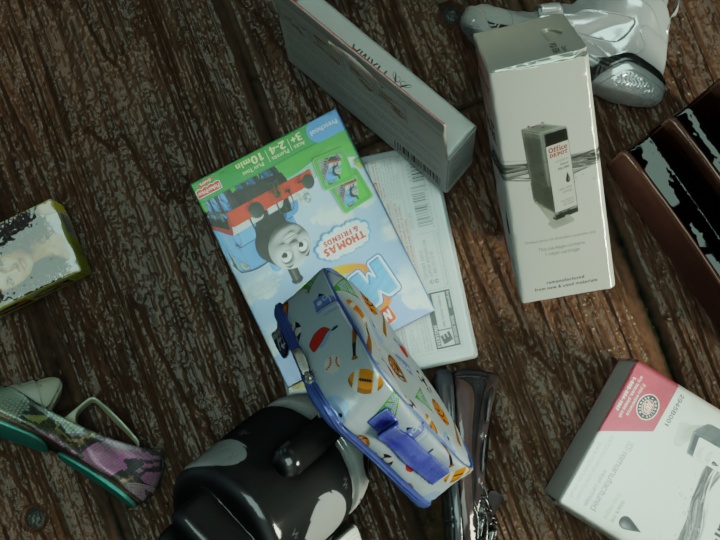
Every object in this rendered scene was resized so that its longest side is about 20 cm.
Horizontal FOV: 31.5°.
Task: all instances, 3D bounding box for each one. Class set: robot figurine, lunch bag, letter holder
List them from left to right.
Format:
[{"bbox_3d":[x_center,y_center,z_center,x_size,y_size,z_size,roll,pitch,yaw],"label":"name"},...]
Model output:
[{"bbox_3d":[-0.076,0.190,1.080,0.149,0.199,0.127,-3,112,41],"label":"robot figurine"},{"bbox_3d":[0.010,0.099,1.041,0.075,0.200,0.161,-36,45,8],"label":"lunch bag"},{"bbox_3d":[0.321,-0.049,1.110,0.100,0.142,0.201,-34,86,-2],"label":"letter holder"}]

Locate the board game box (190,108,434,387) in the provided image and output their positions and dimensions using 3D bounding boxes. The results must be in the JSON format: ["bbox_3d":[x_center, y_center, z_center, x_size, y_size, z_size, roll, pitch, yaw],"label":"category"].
[{"bbox_3d":[-0.043,-0.020,1.145,0.150,0.037,0.202,-27,87,-1],"label":"board game box"}]

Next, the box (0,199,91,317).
[{"bbox_3d":[-0.352,0.011,1.164,0.198,0.050,0.076,-27,86,0],"label":"box"}]

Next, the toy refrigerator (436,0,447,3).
[{"bbox_3d":[0.083,-0.302,1.104,0.069,0.200,0.077,-21,86,0],"label":"toy refrigerator"}]

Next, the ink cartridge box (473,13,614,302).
[{"bbox_3d":[0.153,-0.098,1.079,0.081,0.147,0.203,-10,112,4],"label":"ink cartridge box"}]

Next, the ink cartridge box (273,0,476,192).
[{"bbox_3d":[0.013,-0.168,1.094,0.199,0.176,0.045,41,82,11],"label":"ink cartridge box"}]

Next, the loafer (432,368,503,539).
[{"bbox_3d":[0.103,0.187,1.135,0.062,0.072,0.204,-5,83,-4],"label":"loafer"}]

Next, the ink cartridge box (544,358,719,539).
[{"bbox_3d":[0.285,0.191,1.123,0.198,0.085,0.147,31,87,1],"label":"ink cartridge box"}]

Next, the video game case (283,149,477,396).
[{"bbox_3d":[0.000,0.000,1.173,0.179,0.023,0.203,-12,87,0],"label":"video game case"}]

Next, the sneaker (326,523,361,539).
[{"bbox_3d":[-0.056,0.321,1.124,0.200,0.078,0.091,-42,93,0],"label":"sneaker"}]

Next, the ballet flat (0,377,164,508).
[{"bbox_3d":[-0.267,0.141,1.151,0.198,0.069,0.072,27,69,-1],"label":"ballet flat"}]

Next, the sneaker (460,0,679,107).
[{"bbox_3d":[0.195,-0.231,1.162,0.197,0.075,0.117,19,86,-3],"label":"sneaker"}]
